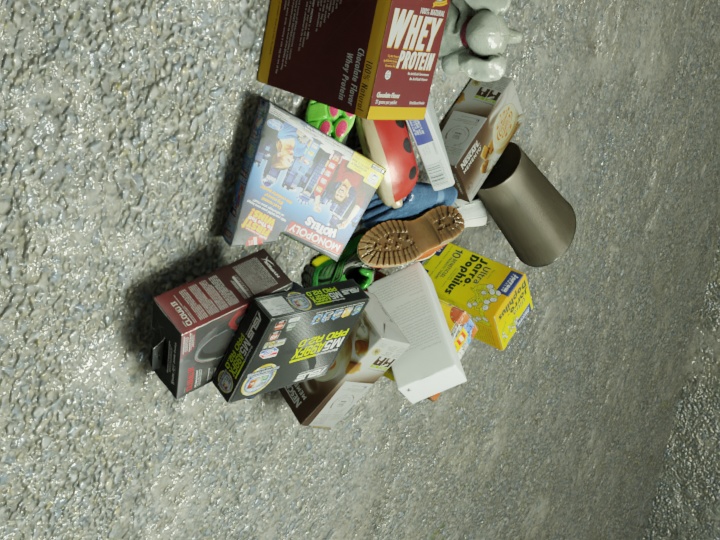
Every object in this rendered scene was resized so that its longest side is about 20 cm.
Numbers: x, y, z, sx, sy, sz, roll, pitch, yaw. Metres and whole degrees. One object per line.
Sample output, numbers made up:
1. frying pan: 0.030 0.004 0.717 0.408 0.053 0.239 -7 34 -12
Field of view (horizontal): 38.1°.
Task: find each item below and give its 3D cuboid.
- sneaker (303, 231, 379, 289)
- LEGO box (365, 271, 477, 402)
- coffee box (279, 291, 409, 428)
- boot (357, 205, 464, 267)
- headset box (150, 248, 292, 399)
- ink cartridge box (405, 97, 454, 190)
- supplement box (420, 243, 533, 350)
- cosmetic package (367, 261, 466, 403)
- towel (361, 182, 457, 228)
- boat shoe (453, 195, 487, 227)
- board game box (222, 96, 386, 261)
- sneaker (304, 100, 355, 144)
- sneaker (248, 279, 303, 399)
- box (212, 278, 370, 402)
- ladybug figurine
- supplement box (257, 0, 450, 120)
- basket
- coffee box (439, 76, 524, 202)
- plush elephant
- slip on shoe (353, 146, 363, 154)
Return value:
1. sneaker: 0.000 0.000 1.710 0.200 0.085 0.079 -31 134 -43
2. LEGO box: 0.073 0.109 1.778 0.149 0.199 0.077 -57 146 -12
3. coffee box: -0.035 0.139 1.638 0.200 0.115 0.079 -49 146 19
4. boot: 0.069 -0.036 1.696 0.199 0.075 0.107 -17 165 -32
5. headset box: -0.200 0.077 1.421 0.199 0.075 0.149 -26 149 -32
6. ink cartridge box: 0.089 -0.261 1.643 0.043 0.201 0.197 -19 142 9
7. supplement box: 0.200 0.042 1.917 0.109 0.199 0.110 -51 145 -22
8. cosmetic package: 0.089 0.099 1.683 0.101 0.201 0.071 -23 147 11
9. towel: 0.083 -0.109 1.726 0.200 0.111 0.049 -5 76 -62
10. boat shoe: 0.177 -0.114 1.914 0.199 0.072 0.069 -8 101 -50
11. board game box: -0.098 -0.105 1.462 0.199 0.062 0.201 28 96 -24
12. sneaker: -0.054 -0.183 1.545 0.076 0.084 0.202 9 92 -12
13. sneaker: -0.120 0.118 1.588 0.070 0.108 0.201 14 98 -56
14. box: -0.095 0.096 1.461 0.199 0.044 0.161 -10 138 -48
15. ladybug figurine: 0.039 -0.195 1.577 0.136 0.071 0.202 -32 107 -83
16. supplement box: -0.008 -0.322 1.392 0.132 0.199 0.199 -10 118 -52
17. basket: 0.296 -0.132 1.940 0.200 0.135 0.181 45 29 -38
18. coffee box: 0.202 -0.239 1.855 0.201 0.079 0.115 -56 146 -17
19. plush elephant: 0.184 -0.383 1.659 0.200 0.154 0.166 -19 124 -55
20. slip on shoe: 0.023 -0.157 1.669 0.199 0.061 0.075 -12 121 -50
